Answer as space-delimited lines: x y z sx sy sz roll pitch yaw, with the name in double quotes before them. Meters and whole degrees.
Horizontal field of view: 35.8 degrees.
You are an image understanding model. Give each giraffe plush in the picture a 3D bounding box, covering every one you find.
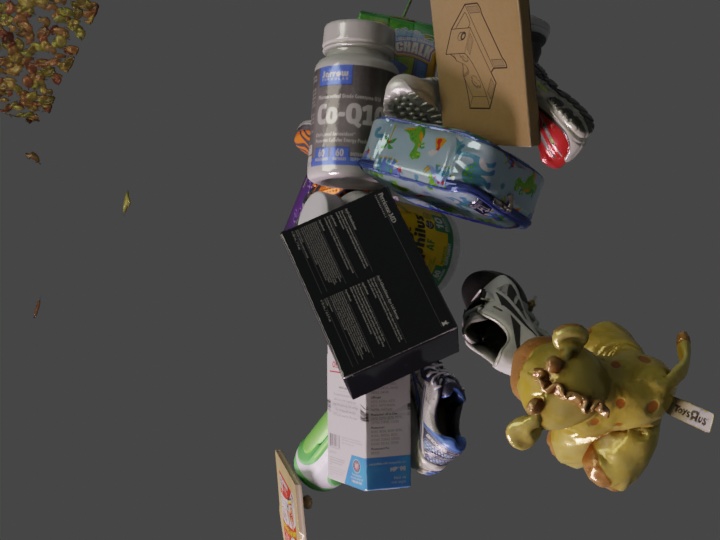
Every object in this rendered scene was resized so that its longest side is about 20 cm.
"giraffe plush" 0.213 0.120 1.081 0.199 0.161 0.175 -11 69 60

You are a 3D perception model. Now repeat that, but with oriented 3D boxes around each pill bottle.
"pill bottle" 0.022 -0.040 1.454 0.113 0.198 0.114 -33 50 51
"pill bottle" -0.007 -0.212 1.439 0.113 0.113 0.203 -5 81 60

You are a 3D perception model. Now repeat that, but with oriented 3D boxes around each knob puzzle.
"knob puzzle" -0.088 0.380 1.622 0.220 0.030 0.223 174 90 -77

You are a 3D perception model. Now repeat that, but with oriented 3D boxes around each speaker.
"speaker" -0.017 0.220 1.538 0.201 0.088 0.089 -54 36 36

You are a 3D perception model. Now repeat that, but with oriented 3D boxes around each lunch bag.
"lunch bag" 0.111 -0.114 1.337 0.199 0.160 0.083 19 87 40

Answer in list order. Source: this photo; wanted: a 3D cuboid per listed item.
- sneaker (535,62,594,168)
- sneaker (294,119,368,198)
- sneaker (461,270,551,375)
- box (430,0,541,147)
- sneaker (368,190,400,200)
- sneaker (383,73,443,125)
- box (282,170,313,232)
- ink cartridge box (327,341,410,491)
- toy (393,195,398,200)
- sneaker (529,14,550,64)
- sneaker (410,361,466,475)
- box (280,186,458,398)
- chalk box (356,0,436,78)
"sneaker" 0.183 -0.197 1.306 0.201 0.077 0.085 53 123 30
"sneaker" -0.050 -0.142 1.563 0.199 0.077 0.113 21 81 55
"sneaker" 0.151 0.054 1.303 0.075 0.088 0.200 -67 29 20
"box" 0.140 -0.246 1.282 0.163 0.021 0.203 13 114 56
"sneaker" 0.027 -0.041 1.609 0.084 0.073 0.202 30 99 24
"sneaker" 0.091 -0.214 1.417 0.076 0.200 0.082 3 78 30
"box" -0.035 -0.104 1.717 0.141 0.078 0.202 50 122 53
"ink cartridge box" 0.010 0.163 1.387 0.116 0.066 0.203 178 92 -65
"toy" 0.000 0.000 1.551 0.114 0.047 0.203 -4 83 29
"sneaker" 0.157 -0.261 1.431 0.199 0.075 0.115 4 79 59
"sneaker" 0.094 0.147 1.393 0.085 0.076 0.202 -34 59 44
"box" 0.011 0.024 1.294 0.079 0.140 0.201 70 175 -64
"chalk box" 0.041 -0.286 1.566 0.124 0.122 0.203 136 144 -84
